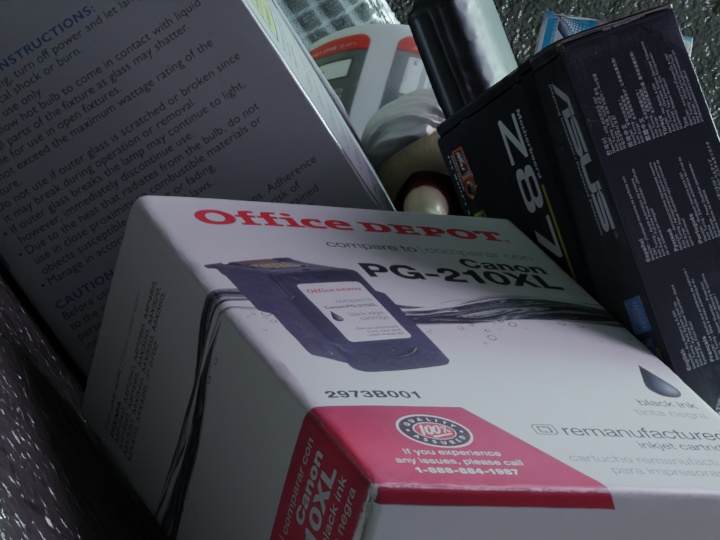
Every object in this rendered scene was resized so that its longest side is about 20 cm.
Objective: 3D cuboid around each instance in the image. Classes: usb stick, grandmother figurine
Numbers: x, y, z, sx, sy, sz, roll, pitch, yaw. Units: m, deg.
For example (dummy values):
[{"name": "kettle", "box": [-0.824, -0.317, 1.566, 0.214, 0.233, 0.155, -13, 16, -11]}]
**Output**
[{"name": "usb stick", "box": [0.066, -0.015, 1.114, 0.055, 0.032, 0.201, -13, 82, -80]}, {"name": "grandmother figurine", "box": [0.033, 0.012, 1.123, 0.122, 0.060, 0.201, 98, -12, -48]}]

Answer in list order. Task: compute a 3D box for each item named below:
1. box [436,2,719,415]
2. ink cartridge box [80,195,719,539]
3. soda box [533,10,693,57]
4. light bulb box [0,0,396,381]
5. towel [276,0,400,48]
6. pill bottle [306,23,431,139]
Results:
[{"name": "box", "box": [0.096, 0.025, 0.994, 0.161, 0.049, 0.201, 154, -83, -74]}, {"name": "ink cartridge box", "box": [0.017, 0.055, 0.907, 0.144, 0.085, 0.200, 4, 23, -27]}, {"name": "soda box", "box": [0.088, -0.004, 1.215, 0.069, 0.063, 0.201, -73, 173, -53]}, {"name": "light bulb box", "box": [-0.089, -0.074, 1.069, 0.200, 0.124, 0.198, 56, 4, -24]}, {"name": "towel", "box": [-0.055, -0.082, 1.421, 0.200, 0.165, 0.086, 55, 8, -43]}, {"name": "pill bottle", "box": [0.000, 0.000, 1.252, 0.116, 0.115, 0.201, 56, 35, -35]}]
